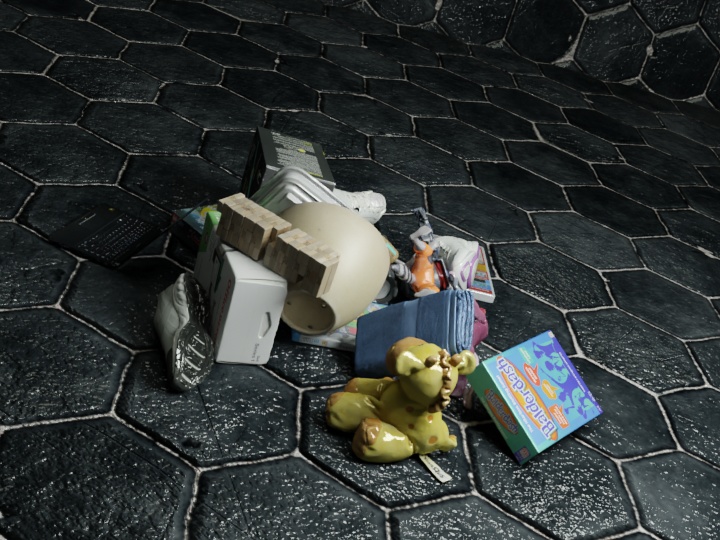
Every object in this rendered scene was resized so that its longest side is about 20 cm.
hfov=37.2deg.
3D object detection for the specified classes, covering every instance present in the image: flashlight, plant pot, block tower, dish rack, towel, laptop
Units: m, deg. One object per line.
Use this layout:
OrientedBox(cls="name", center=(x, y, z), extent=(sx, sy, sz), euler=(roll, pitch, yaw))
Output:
OrientedBox(cls="flashlight", center=(0.021, -0.009, 1.885), extent=(0.067, 0.068, 0.201), euler=(35, 16, -22))
OrientedBox(cls="plant pot", center=(-0.064, 0.017, 1.622), extent=(0.197, 0.202, 0.136), euler=(17, 46, 0))
OrientedBox(cls="block tower", center=(-0.119, -0.037, 1.530), extent=(0.198, 0.059, 0.054), euler=(33, 29, 21))
OrientedBox(cls="dish rack", center=(-0.106, -0.059, 1.689), extent=(0.171, 0.199, 0.044), euler=(37, 43, -19))
OrientedBox(cls="towel", center=(0.079, 0.098, 1.568), extent=(0.048, 0.198, 0.114), euler=(33, 53, -41))
OrientedBox(cls="laptop", center=(-0.373, -0.087, 1.743), extent=(0.197, 0.105, 0.177), euler=(22, 26, 10))

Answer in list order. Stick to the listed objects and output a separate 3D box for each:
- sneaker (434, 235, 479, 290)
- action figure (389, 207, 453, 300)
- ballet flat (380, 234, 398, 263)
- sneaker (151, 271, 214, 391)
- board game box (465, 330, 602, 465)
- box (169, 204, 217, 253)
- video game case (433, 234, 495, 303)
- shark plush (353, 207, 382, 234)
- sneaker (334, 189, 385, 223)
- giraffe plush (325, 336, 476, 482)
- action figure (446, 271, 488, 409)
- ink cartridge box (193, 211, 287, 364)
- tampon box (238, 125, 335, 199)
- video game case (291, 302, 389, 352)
OrientedBox(cls="sneaker", center=(0.163, -0.016, 1.925), extent=(0.098, 0.076, 0.200), euler=(15, 11, 5))
OrientedBox(cls="action figure", center=(0.095, -0.012, 1.821), extent=(0.103, 0.194, 0.203), euler=(-17, 74, -2))
OrientedBox(cls="ballet flat", center=(0.000, 0.000, 1.744), extent=(0.072, 0.200, 0.069), euler=(27, 55, -18))
OrientedBox(cls="sneaker", center=(-0.258, 0.096, 1.518), extent=(0.074, 0.079, 0.202), euler=(47, 22, -38))
OrientedBox(cls="board game box", center=(0.263, 0.186, 1.604), extent=(0.198, 0.045, 0.153), euler=(-18, 71, -48))
OrientedBox(cls="box", center=(-0.217, -0.049, 1.837), extent=(0.135, 0.038, 0.199), euler=(-13, 39, -45))
OrientedBox(cls="video game case", center=(0.175, -0.009, 2.021), extent=(0.140, 0.018, 0.201), euler=(14, 27, -7))
OrientedBox(cls="shark plush", center=(0.003, -0.074, 1.812), extent=(0.199, 0.090, 0.085), euler=(1, 70, -55))
OrientedBox(cls="sneaker", center=(-0.013, -0.122, 1.940), extent=(0.076, 0.098, 0.200), euler=(66, 13, 12))
OrientedBox(cls="giraffe plush", center=(0.068, 0.166, 1.458), extent=(0.198, 0.165, 0.172), euler=(29, 28, 24))
OrientedBox(cls="action figure", center=(0.163, 0.100, 1.676), extent=(0.147, 0.136, 0.199), euler=(28, 31, 20))
OrientedBox(cls="ink cartridge box", center=(-0.185, 0.024, 1.596), extent=(0.083, 0.148, 0.201), euler=(4, 29, -24))
OrientedBox(cls="tampon box", center=(-0.132, -0.133, 1.839), extent=(0.124, 0.152, 0.201), euler=(13, 23, -16))
OrientedBox(cls="video game case", center=(-0.016, 0.086, 1.724), extent=(0.196, 0.018, 0.144), euler=(11, 28, -12))
